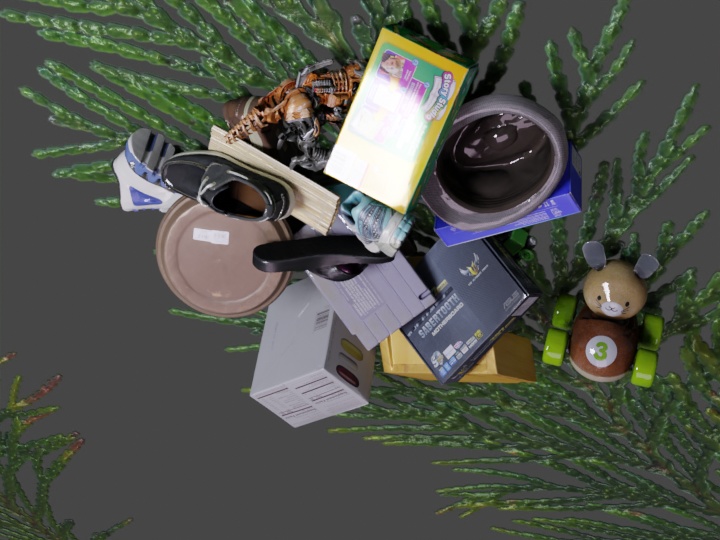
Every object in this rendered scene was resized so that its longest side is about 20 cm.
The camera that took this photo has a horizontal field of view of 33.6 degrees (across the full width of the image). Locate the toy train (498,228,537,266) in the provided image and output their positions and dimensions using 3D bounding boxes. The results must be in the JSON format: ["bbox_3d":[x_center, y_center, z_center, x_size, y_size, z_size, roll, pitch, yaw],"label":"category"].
[{"bbox_3d":[0.193,-0.002,1.791,0.056,0.042,0.200,32,139,-12],"label":"toy train"}]

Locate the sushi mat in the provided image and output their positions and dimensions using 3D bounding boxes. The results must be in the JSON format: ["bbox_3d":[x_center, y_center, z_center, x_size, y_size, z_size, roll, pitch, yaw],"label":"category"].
[{"bbox_3d":[-0.119,-0.120,1.601,0.199,0.012,0.096,30,146,6],"label":"sushi mat"}]

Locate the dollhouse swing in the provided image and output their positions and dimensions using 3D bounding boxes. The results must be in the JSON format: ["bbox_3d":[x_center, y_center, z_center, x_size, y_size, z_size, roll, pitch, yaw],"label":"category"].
[{"bbox_3d":[0.149,0.077,1.838,0.199,0.177,0.181,-4,168,36],"label":"dollhouse swing"}]

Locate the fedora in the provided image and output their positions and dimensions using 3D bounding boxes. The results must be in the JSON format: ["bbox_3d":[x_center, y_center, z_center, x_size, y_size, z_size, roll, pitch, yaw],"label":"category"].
[{"bbox_3d":[0.170,-0.154,1.537,0.177,0.090,0.200,40,120,-19],"label":"fedora"}]

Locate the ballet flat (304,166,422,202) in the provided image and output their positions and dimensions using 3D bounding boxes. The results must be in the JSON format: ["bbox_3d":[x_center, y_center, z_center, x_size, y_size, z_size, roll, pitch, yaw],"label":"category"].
[{"bbox_3d":[0.011,-0.131,1.634,0.199,0.069,0.068,-3,143,14],"label":"ballet flat"}]

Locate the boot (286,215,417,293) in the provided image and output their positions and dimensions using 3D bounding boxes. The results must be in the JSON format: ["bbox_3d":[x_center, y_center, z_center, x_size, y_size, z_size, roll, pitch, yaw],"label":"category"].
[{"bbox_3d":[-0.032,-0.064,1.751,0.166,0.072,0.200,-30,117,18],"label":"boot"}]

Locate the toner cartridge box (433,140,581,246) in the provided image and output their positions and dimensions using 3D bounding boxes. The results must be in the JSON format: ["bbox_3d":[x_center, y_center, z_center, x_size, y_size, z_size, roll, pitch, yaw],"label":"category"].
[{"bbox_3d":[0.199,-0.103,1.613,0.199,0.095,0.043,-14,137,28],"label":"toner cartridge box"}]

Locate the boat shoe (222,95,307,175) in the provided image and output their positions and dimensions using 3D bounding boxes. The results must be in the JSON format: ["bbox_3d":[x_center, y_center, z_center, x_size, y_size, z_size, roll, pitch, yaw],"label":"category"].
[{"bbox_3d":[-0.132,-0.160,1.636,0.074,0.075,0.203,7,139,26],"label":"boat shoe"}]

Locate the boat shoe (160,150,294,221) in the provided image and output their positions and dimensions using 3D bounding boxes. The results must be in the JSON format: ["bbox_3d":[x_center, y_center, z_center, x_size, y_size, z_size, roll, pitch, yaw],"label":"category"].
[{"bbox_3d":[-0.187,-0.111,1.584,0.199,0.068,0.072,18,117,23],"label":"boat shoe"}]

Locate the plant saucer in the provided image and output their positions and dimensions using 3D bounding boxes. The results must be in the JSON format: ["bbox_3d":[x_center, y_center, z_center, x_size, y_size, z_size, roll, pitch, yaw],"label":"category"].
[{"bbox_3d":[-0.190,-0.022,1.674,0.199,0.029,0.201,1,111,2],"label":"plant saucer"}]

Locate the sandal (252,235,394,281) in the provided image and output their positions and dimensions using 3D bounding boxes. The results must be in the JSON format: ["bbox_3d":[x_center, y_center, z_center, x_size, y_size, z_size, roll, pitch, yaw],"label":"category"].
[{"bbox_3d":[-0.051,-0.014,1.648,0.199,0.075,0.048,-3,119,-13],"label":"sandal"}]

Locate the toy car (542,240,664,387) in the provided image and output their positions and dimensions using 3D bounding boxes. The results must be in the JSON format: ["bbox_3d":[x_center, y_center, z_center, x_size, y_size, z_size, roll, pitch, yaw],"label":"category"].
[{"bbox_3d":[0.368,0.047,1.742,0.163,0.158,0.201,13,132,12],"label":"toy car"}]

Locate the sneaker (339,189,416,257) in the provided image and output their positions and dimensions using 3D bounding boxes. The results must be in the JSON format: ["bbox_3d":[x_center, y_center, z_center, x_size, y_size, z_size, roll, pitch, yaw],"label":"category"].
[{"bbox_3d":[0.015,-0.075,1.566,0.086,0.078,0.200,35,177,-9],"label":"sneaker"}]

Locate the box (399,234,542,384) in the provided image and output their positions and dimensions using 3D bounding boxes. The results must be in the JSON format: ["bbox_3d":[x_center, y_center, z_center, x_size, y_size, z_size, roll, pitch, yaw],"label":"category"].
[{"bbox_3d":[0.143,0.042,1.720,0.200,0.158,0.051,-48,154,27],"label":"box"}]

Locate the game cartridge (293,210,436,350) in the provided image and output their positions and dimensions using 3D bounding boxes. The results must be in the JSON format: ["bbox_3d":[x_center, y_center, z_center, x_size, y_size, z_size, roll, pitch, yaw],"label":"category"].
[{"bbox_3d":[0.000,0.000,1.706,0.129,0.038,0.200,-36,92,10],"label":"game cartridge"}]

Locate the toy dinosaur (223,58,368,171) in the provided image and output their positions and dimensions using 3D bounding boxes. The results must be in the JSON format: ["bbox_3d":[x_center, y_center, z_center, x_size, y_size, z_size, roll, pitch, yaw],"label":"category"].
[{"bbox_3d":[-0.074,-0.207,1.524,0.199,0.103,0.136,-5,140,6],"label":"toy dinosaur"}]

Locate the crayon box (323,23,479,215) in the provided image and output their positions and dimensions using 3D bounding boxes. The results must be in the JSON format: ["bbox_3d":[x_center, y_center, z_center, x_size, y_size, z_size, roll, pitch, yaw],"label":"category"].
[{"bbox_3d":[0.049,-0.185,1.463,0.118,0.058,0.201,28,110,10],"label":"crayon box"}]

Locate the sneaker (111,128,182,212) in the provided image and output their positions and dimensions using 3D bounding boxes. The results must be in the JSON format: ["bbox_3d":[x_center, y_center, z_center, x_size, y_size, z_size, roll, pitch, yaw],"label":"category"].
[{"bbox_3d":[-0.279,-0.115,1.718,0.199,0.081,0.115,40,138,-26],"label":"sneaker"}]

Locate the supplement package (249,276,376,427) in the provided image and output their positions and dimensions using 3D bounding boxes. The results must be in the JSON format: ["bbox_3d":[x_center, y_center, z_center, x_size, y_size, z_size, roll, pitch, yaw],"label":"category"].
[{"bbox_3d":[-0.065,0.118,1.863,0.155,0.201,0.111,-22,133,34],"label":"supplement package"}]
